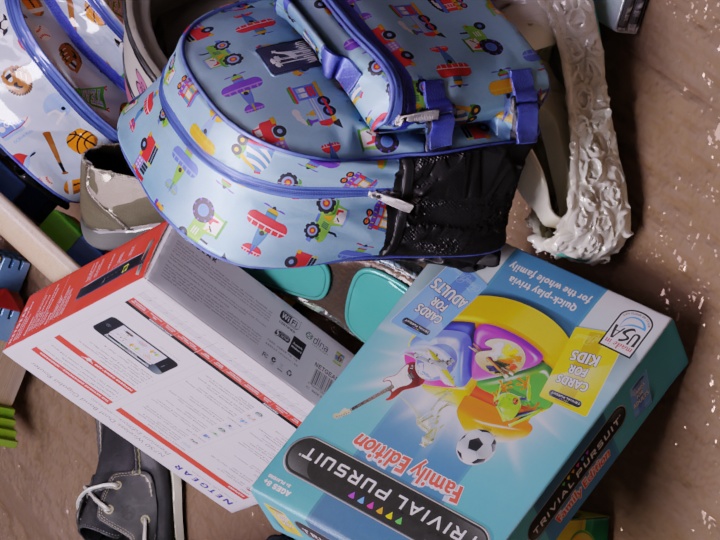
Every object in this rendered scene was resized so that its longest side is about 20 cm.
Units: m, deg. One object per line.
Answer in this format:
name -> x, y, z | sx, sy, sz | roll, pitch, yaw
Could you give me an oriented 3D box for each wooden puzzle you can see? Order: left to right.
wooden puzzle -> -0.218, -0.033, 1.718 | 0.185, 0.200, 0.046 | 41, 88, 9

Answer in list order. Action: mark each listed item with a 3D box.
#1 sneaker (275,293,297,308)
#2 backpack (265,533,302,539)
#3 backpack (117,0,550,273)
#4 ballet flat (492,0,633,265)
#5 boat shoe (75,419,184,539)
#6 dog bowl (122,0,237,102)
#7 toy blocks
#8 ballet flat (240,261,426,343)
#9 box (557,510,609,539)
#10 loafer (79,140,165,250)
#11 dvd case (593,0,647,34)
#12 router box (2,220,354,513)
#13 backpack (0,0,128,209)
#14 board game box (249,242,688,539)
sneaker -> -0.115, 0.038, 1.677 | 0.200, 0.090, 0.070 | -54, 50, 37
backpack -> -0.003, 0.249, 1.421 | 0.127, 0.166, 0.201 | -121, 39, -65
backpack -> -0.023, -0.088, 1.354 | 0.183, 0.199, 0.135 | 58, 143, 39
ballet flat -> 0.104, -0.100, 1.394 | 0.072, 0.072, 0.201 | -21, 80, 50
boat shoe -> -0.167, 0.169, 1.766 | 0.072, 0.067, 0.201 | -24, 69, 52
dog bowl -> -0.057, -0.127, 1.531 | 0.201, 0.199, 0.074 | 66, 149, 29
toy blocks -> -0.312, 0.033, 1.949 | 0.200, 0.100, 0.137 | 34, 104, 48
ballet flat -> 0.000, 0.000, 1.527 | 0.200, 0.074, 0.074 | 29, 118, 9
box -> 0.088, 0.207, 1.446 | 0.117, 0.048, 0.201 | 8, 98, 54
loafer -> -0.095, -0.063, 1.598 | 0.075, 0.199, 0.070 | -78, -27, -57
dvd case -> 0.138, -0.254, 1.409 | 0.146, 0.022, 0.201 | 41, 120, 45
router box -> -0.099, 0.065, 1.575 | 0.179, 0.200, 0.049 | -24, 35, 50
backpack -> -0.199, -0.147, 1.692 | 0.154, 0.200, 0.191 | -34, 35, 29
board game box -> 0.060, 0.084, 1.358 | 0.151, 0.047, 0.200 | 25, 66, 35
